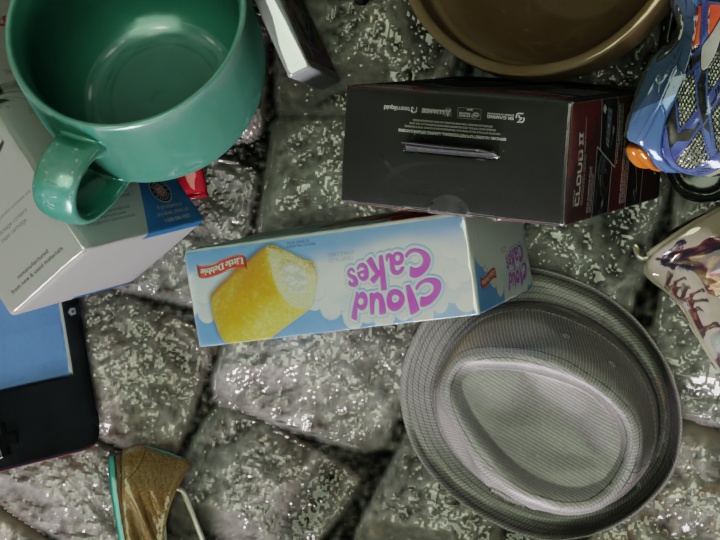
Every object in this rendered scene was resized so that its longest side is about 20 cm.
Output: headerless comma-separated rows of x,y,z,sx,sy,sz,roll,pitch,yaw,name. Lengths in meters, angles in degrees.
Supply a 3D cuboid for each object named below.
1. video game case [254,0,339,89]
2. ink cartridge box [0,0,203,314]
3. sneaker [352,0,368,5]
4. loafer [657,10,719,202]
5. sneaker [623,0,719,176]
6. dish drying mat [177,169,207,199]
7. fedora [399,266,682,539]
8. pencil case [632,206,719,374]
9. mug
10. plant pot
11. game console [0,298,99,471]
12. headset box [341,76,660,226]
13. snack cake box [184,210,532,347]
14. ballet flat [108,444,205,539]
-0.070,-0.217,1.243,0.018,0.143,0.201,-25,89,8,video game case
-0.220,-0.084,1.269,0.084,0.144,0.200,-38,80,27,ink cartridge box
-0.001,-0.283,1.255,0.090,0.066,0.201,20,89,9,sneaker
0.223,-0.144,1.227,0.068,0.070,0.201,3,95,12,loafer
0.228,-0.147,1.138,0.078,0.075,0.201,23,109,25,sneaker
-0.161,-0.145,1.331,0.076,0.018,0.201,-9,92,12,dish drying mat
0.116,0.094,1.255,0.200,0.090,0.177,37,100,7,fedora
0.261,0.049,1.229,0.089,0.078,0.200,-32,88,-8,pencil case
-0.149,-0.124,1.194,0.185,0.114,0.152,-35,69,-6,mug
0.130,-0.214,1.217,0.200,0.093,0.202,-4,80,25,plant pot
-0.273,0.042,1.305,0.176,0.031,0.201,-11,95,-31,game console
0.089,-0.078,1.176,0.148,0.200,0.078,7,99,27,headset box
0.000,0.000,1.242,0.199,0.115,0.067,-8,93,24,snack cake box
-0.140,0.223,1.339,0.072,0.068,0.201,-2,90,-8,ballet flat
